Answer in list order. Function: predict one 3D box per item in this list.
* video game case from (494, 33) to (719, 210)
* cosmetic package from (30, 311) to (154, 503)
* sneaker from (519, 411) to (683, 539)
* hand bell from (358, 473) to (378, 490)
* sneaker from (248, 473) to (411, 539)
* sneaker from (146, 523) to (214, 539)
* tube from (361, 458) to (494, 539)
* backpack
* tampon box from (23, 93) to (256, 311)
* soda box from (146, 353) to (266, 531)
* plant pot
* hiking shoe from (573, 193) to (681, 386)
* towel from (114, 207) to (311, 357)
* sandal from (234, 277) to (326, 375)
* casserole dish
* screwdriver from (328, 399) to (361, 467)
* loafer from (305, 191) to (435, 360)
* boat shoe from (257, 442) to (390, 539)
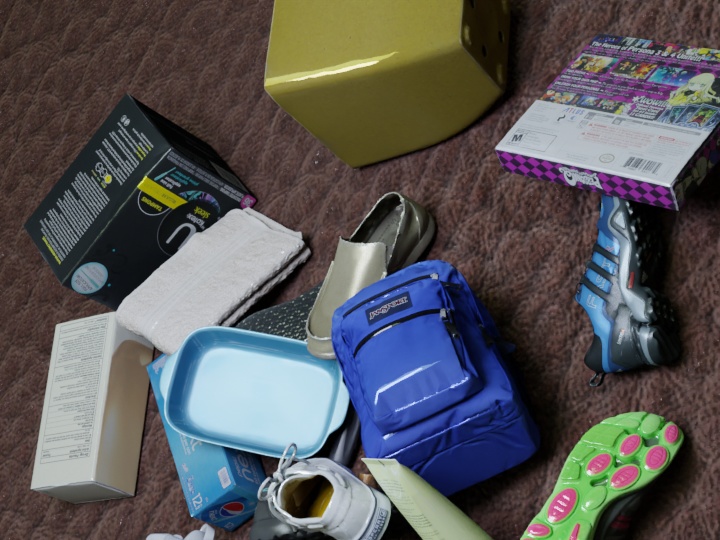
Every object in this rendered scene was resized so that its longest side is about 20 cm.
[{"bbox_3d":[0.253,-0.142,1.429,0.200,0.036,0.181,16,55,42],"label":"video game case"},{"bbox_3d":[-0.301,0.157,1.762,0.105,0.071,0.201,-10,64,35],"label":"cosmetic package"},{"bbox_3d":[0.201,0.202,1.330,0.077,0.084,0.200,36,76,29],"label":"sneaker"},{"bbox_3d":[-0.002,0.286,1.412,0.104,0.104,0.201,2,82,40],"label":"hand bell"},{"bbox_3d":[-0.028,0.222,1.508,0.200,0.075,0.079,-14,58,33],"label":"sneaker"},{"bbox_3d":[-0.207,0.345,1.600,0.200,0.075,0.115,-40,37,32],"label":"sneaker"},{"bbox_3d":[0.083,0.230,1.338,0.058,0.200,0.052,-39,11,29],"label":"tube"},{"bbox_3d":[0.062,0.084,1.430,0.162,0.168,0.200,-21,45,4],"label":"backpack"},{"bbox_3d":[-0.253,-0.065,1.773,0.200,0.150,0.126,-50,47,9],"label":"tampon box"},{"bbox_3d":[-0.161,0.170,1.643,0.064,0.068,0.200,-37,51,18],"label":"soda box"},{"bbox_3d":[0.044,-0.240,1.599,0.200,0.195,0.195,-6,66,27],"label":"plant pot"},{"bbox_3d":[0.226,-0.002,1.406,0.087,0.074,0.200,-20,58,30],"label":"hiking shoe"},{"bbox_3d":[-0.160,0.011,1.691,0.200,0.035,0.132,-44,42,-20],"label":"towel"},{"bbox_3d":[-0.056,0.062,1.632,0.200,0.048,0.075,-29,52,10],"label":"sandal"},{"bbox_3d":[-0.105,0.126,1.574,0.199,0.039,0.121,10,74,15],"label":"casserole dish"},{"bbox_3d":[0.006,0.103,1.573,0.028,0.029,0.200,5,69,41],"label":"screwdriver"},{"bbox_3d":[0.000,0.000,1.559,0.076,0.068,0.200,10,57,40],"label":"loafer"},{"bbox_3d":[-0.052,0.201,1.403,0.075,0.086,0.202,-65,22,-5],"label":"boat shoe"}]
